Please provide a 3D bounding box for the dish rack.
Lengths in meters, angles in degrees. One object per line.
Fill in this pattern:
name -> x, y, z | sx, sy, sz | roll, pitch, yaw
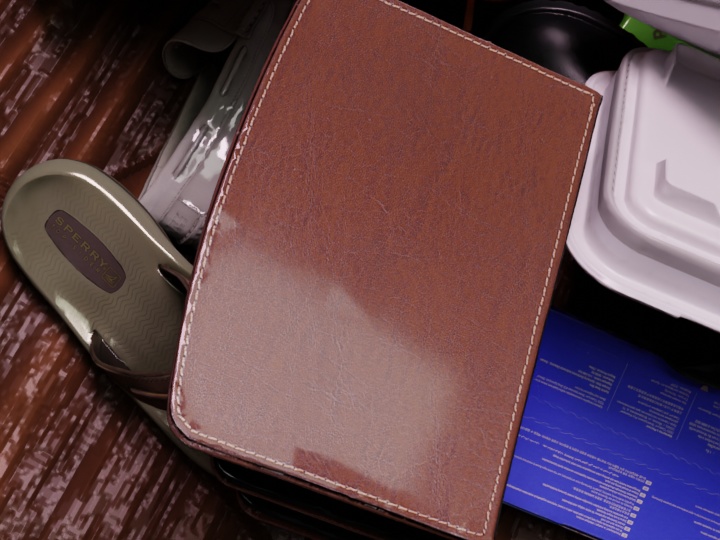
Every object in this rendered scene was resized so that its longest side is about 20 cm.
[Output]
dish rack -> 0.192, -0.028, 0.647 | 0.199, 0.044, 0.172 | 23, 39, -3

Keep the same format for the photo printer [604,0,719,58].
photo printer -> 0.224, -0.110, 0.664 | 0.200, 0.166, 0.070 | 16, 99, -33

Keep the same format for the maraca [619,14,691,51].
maraca -> 0.227, -0.165, 0.825 | 0.199, 0.107, 0.138 | -13, 92, -7

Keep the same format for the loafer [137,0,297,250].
loafer -> -0.060, -0.106, 0.722 | 0.070, 0.070, 0.201 | 20, 67, -21

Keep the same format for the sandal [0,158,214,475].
sandal -> -0.087, 0.031, 0.657 | 0.201, 0.057, 0.080 | 39, 98, 3

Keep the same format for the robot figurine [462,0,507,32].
robot figurine -> 0.086, -0.226, 0.762 | 0.144, 0.200, 0.117 | 19, 26, -49

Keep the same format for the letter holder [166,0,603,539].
letter holder -> -0.004, 0.002, 0.607 | 0.142, 0.101, 0.201 | 22, 69, -15

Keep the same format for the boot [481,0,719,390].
boot -> 0.135, -0.041, 0.720 | 0.200, 0.076, 0.168 | 40, 25, -8

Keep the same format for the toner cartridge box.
toner cartridge box -> 0.144, 0.090, 0.719 | 0.199, 0.043, 0.095 | 23, 95, -10
